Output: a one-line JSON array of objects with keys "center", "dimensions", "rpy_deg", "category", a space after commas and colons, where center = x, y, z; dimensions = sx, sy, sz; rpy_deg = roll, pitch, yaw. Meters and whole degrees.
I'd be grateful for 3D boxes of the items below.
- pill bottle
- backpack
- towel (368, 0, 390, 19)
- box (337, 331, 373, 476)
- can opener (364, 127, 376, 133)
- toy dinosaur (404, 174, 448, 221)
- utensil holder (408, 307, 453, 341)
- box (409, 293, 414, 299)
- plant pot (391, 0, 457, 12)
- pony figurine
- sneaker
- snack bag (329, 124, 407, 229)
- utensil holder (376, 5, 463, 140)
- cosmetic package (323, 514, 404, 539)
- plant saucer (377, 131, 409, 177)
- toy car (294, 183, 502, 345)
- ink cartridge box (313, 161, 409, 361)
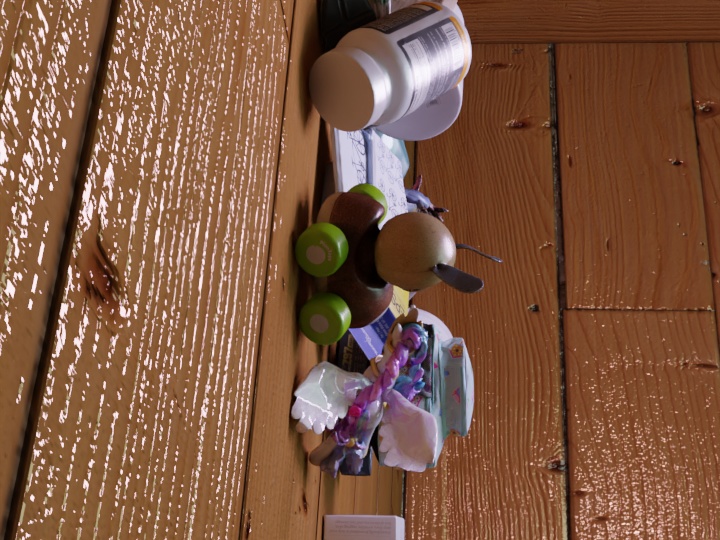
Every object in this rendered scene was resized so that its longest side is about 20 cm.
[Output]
[{"center": [0.036, -0.240, 1.357], "dimensions": [0.200, 0.116, 0.117], "rpy_deg": [-34, 132, -44], "category": "pill bottle"}, {"center": [0.081, 0.176, 1.592], "dimensions": [0.176, 0.153, 0.201], "rpy_deg": [63, 35, -81], "category": "backpack"}, {"center": [0.008, -0.339, 1.509], "dimensions": [0.149, 0.031, 0.200], "rpy_deg": [60, -9, 31], "category": "towel"}, {"center": [-0.005, 0.178, 1.685], "dimensions": [0.158, 0.051, 0.201], "rpy_deg": [84, 9, -55], "category": "box"}, {"center": [-0.003, -0.189, 1.663], "dimensions": [0.053, 0.066, 0.201], "rpy_deg": [84, 0, -56], "category": "can opener"}, {"center": [0.048, -0.098, 1.813], "dimensions": [0.181, 0.105, 0.200], "rpy_deg": [30, 21, -40], "category": "toy dinosaur"}, {"center": [0.071, 0.174, 1.927], "dimensions": [0.200, 0.169, 0.171], "rpy_deg": [-63, 154, -72], "category": "utensil holder"}, {"center": [0.047, 0.032, 1.883], "dimensions": [0.117, 0.060, 0.200], "rpy_deg": [-47, 180, 10], "category": "box"}, {"center": [0.040, -0.385, 1.662], "dimensions": [0.093, 0.201, 0.201], "rpy_deg": [36, 40, -31], "category": "plant pot"}, {"center": [0.006, 0.152, 1.297], "dimensions": [0.200, 0.166, 0.193], "rpy_deg": [-59, -175, 47], "category": "pony figurine"}, {"center": [-0.021, -0.289, 1.477], "dimensions": [0.115, 0.075, 0.201], "rpy_deg": [54, -12, 50], "category": "sneaker"}, {"center": [0.015, -0.105, 1.476], "dimensions": [0.200, 0.021, 0.189], "rpy_deg": [40, 38, -52], "category": "snack bag"}, {"center": [0.080, -0.328, 1.814], "dimensions": [0.170, 0.169, 0.200], "rpy_deg": [85, 7, -45], "category": "utensil holder"}, {"center": [0.007, 0.373, 1.583], "dimensions": [0.200, 0.101, 0.074], "rpy_deg": [76, 15, -75], "category": "cosmetic package"}, {"center": [0.045, -0.241, 1.945], "dimensions": [0.200, 0.036, 0.201], "rpy_deg": [-18, 90, -84], "category": "plant saucer"}, {"center": [0.050, -0.003, 1.267], "dimensions": [0.164, 0.199, 0.158], "rpy_deg": [-49, 141, -59], "category": "toy car"}, {"center": [0.006, -0.009, 1.468], "dimensions": [0.200, 0.047, 0.198], "rpy_deg": [-87, 153, -45], "category": "ink cartridge box"}]
